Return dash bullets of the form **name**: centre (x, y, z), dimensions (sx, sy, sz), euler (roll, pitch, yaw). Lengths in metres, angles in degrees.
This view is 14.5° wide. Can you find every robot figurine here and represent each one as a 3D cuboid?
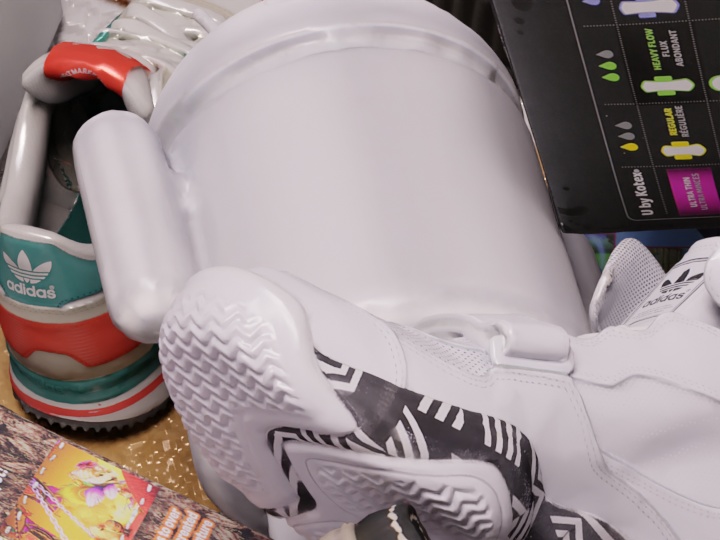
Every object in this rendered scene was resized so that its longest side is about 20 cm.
- **robot figurine**: centre (0.000, 0.000, 0.793), dimensions (0.170, 0.113, 0.200), euler (16, 42, -30)

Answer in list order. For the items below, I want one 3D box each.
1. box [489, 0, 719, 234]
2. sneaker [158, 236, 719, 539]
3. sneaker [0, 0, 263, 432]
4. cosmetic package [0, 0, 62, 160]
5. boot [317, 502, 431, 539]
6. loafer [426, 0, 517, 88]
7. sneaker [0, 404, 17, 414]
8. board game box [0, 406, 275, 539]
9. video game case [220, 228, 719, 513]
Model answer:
- **box**: centre (0.142, -0.105, 0.739), dimensions (0.200, 0.124, 0.149), euler (-2, 52, 17)
- **sneaker**: centre (0.046, 0.026, 0.685), dimensions (0.075, 0.200, 0.115), euler (-13, 50, 55)
- **sneaker**: centre (-0.062, -0.051, 0.886), dimensions (0.070, 0.093, 0.200), euler (11, 53, 17)
- **cosmetic package**: centre (-0.200, -0.101, 0.869), dimensions (0.167, 0.166, 0.200), euler (0, 34, 9)
- **boot**: centre (0.098, 0.101, 0.593), dimensions (0.151, 0.073, 0.200), euler (-38, 76, 3)
- **loafer**: centre (0.105, -0.093, 0.919), dimensions (0.200, 0.073, 0.071), euler (18, 46, 16)
- **sneaker**: centre (-0.148, 0.106, 0.784), dimensions (0.098, 0.071, 0.200), euler (16, 54, 23)
- **board game box**: centre (-0.076, 0.125, 0.659), dimensions (0.200, 0.097, 0.159), euler (26, 26, 1)
- **video game case**: centre (0.061, 0.057, 0.825), dimensions (0.200, 0.023, 0.182), euler (1, 51, 11)
